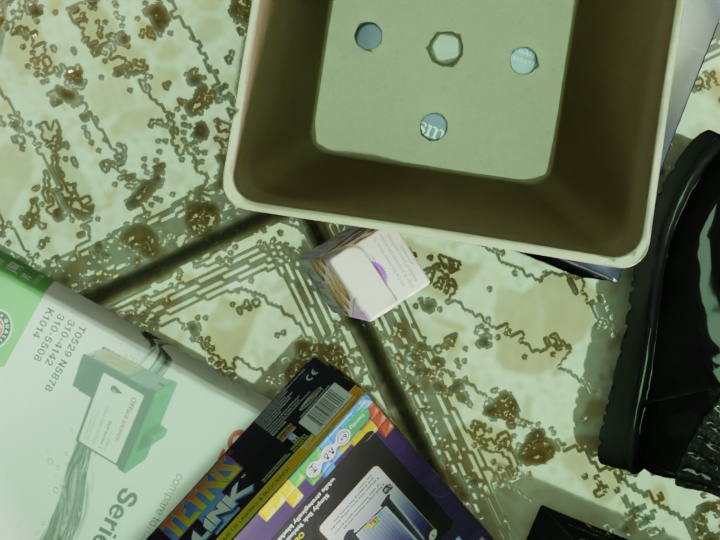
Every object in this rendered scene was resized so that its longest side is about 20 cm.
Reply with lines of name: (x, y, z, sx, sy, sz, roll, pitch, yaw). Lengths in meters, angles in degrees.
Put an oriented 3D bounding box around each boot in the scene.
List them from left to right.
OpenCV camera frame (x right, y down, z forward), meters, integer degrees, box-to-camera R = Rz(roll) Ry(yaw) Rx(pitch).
boot: (0.232, 0.039, 1.402, 0.158, 0.079, 0.212, 16, 102, 22)

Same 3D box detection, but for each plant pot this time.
plant pot: (0.047, -0.114, 1.238, 0.199, 0.177, 0.200, 9, 90, -1)

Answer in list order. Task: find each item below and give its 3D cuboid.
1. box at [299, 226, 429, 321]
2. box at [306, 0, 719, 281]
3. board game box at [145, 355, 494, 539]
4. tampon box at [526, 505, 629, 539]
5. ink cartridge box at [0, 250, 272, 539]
box: (0.000, 0.000, 1.349, 0.039, 0.200, 0.041, -32, 94, -5)
box: (0.080, -0.121, 1.390, 0.200, 0.123, 0.199, 21, 89, -4)
board game box: (-0.037, 0.173, 1.373, 0.200, 0.057, 0.165, -47, 131, -9)
tampon box: (0.153, 0.224, 1.367, 0.150, 0.200, 0.126, 23, 91, -3)
ink cartridge box: (-0.160, 0.097, 1.401, 0.200, 0.084, 0.146, 28, 91, -4)
